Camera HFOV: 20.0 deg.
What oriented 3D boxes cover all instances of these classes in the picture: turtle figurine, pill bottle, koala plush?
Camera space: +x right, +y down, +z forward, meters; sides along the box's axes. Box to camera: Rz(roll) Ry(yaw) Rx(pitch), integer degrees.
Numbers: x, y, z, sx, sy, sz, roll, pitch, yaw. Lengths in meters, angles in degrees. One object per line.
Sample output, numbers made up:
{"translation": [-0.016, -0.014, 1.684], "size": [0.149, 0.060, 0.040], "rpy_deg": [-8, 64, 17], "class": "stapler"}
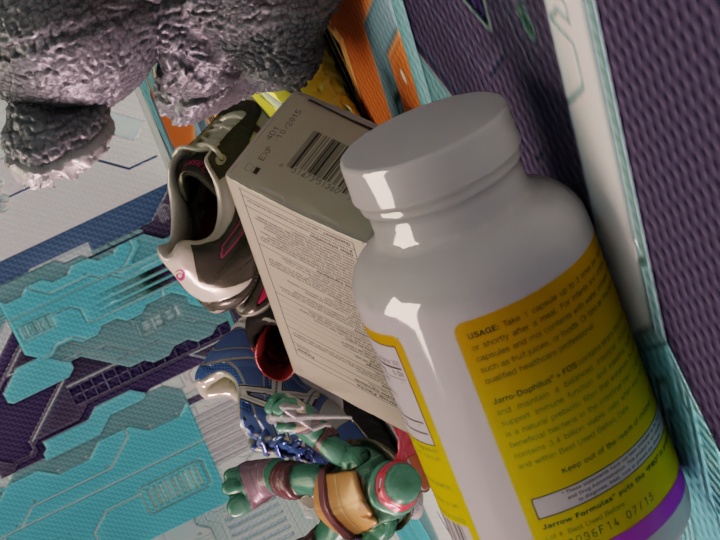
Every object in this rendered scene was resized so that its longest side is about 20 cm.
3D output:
{"translation": [-0.016, 0.152, 1.319], "size": [0.200, 0.100, 0.151], "rpy_deg": [-30, 72, 60], "class": "turtle figurine"}
{"translation": [0.061, 0.032, 0.849], "size": [0.104, 0.104, 0.201], "rpy_deg": [-134, 21, -70], "class": "pill bottle"}
{"translation": [-0.131, -0.149, 1.140], "size": [0.183, 0.199, 0.179], "rpy_deg": [16, 122, 59], "class": "koala plush"}

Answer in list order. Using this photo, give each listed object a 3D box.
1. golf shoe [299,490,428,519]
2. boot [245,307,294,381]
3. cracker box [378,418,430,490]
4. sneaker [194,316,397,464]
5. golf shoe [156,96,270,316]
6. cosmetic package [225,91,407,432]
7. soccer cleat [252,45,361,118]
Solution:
{"translation": [0.016, 0.160, 1.627], "size": [0.097, 0.078, 0.200], "rpy_deg": [48, -158, 4], "class": "golf shoe"}
{"translation": [-0.046, 0.011, 1.427], "size": [0.200, 0.072, 0.146], "rpy_deg": [106, 180, -78], "class": "boot"}
{"translation": [0.025, 0.081, 1.475], "size": [0.135, 0.057, 0.200], "rpy_deg": [64, 174, -2], "class": "cracker box"}
{"translation": [-0.039, 0.110, 1.435], "size": [0.200, 0.077, 0.076], "rpy_deg": [41, 161, 36], "class": "sneaker"}
{"translation": [-0.076, -0.073, 1.321], "size": [0.088, 0.077, 0.202], "rpy_deg": [33, -122, -46], "class": "golf shoe"}
{"translation": [0.000, 0.000, 1.180], "size": [0.105, 0.071, 0.201], "rpy_deg": [26, 153, 26], "class": "cosmetic package"}
{"translation": [-0.019, -0.091, 1.279], "size": [0.083, 0.064, 0.202], "rpy_deg": [-11, 101, 52], "class": "soccer cleat"}
